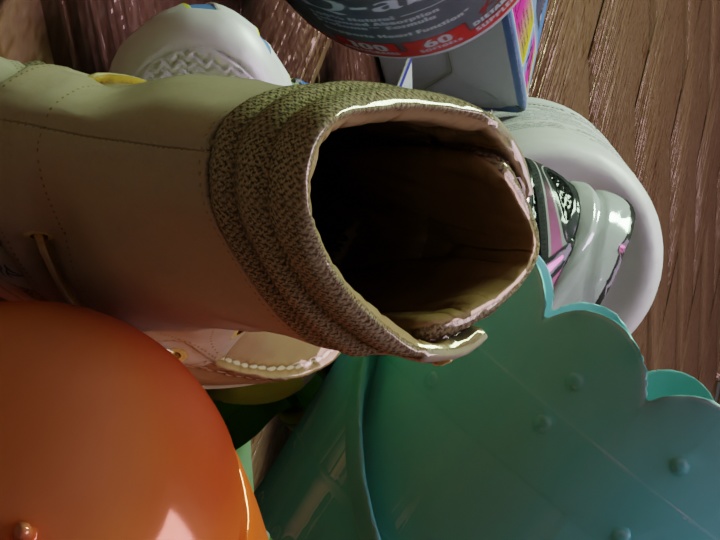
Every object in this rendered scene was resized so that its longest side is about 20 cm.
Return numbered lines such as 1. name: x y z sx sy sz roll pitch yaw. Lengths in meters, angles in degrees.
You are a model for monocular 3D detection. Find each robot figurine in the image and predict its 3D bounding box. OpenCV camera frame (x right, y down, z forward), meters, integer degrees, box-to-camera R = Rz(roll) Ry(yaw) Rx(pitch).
1. robot figurine: -0.079 0.084 0.577 0.201 0.116 0.145 79 25 -55

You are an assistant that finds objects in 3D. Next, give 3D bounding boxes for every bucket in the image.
1. bucket: 0.069 0.084 0.809 0.135 0.207 0.207 -53 166 4

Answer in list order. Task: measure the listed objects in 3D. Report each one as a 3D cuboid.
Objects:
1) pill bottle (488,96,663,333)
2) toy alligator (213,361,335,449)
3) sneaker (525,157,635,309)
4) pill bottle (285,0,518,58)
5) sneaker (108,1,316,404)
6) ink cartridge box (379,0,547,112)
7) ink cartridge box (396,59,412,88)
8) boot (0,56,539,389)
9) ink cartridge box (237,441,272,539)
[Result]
1. pill bottle: 0.084 -0.028 1.146 0.200 0.113 0.115 -98 -169 -76
2. toy alligator: 0.000 0.000 0.892 0.059 0.054 0.200 53 56 -29
3. sneaker: 0.042 0.036 0.992 0.080 0.086 0.201 -28 -144 62
4. pill bottle: -0.001 -0.150 0.784 0.200 0.115 0.117 30 68 -75
5. sneaker: -0.049 -0.043 0.760 0.201 0.075 0.106 90 1 -55
6. ink cartridge box: 0.058 -0.199 1.102 0.137 0.076 0.201 72 26 -61
7. ink cartridge box: 0.001 0.006 1.034 0.100 0.039 0.201 -68 161 -48
8. boot: -0.017 -0.006 0.597 0.200 0.154 0.073 32 69 -54
9. ink cartridge box: -0.031 0.165 0.928 0.104 0.059 0.201 -62 155 -57
